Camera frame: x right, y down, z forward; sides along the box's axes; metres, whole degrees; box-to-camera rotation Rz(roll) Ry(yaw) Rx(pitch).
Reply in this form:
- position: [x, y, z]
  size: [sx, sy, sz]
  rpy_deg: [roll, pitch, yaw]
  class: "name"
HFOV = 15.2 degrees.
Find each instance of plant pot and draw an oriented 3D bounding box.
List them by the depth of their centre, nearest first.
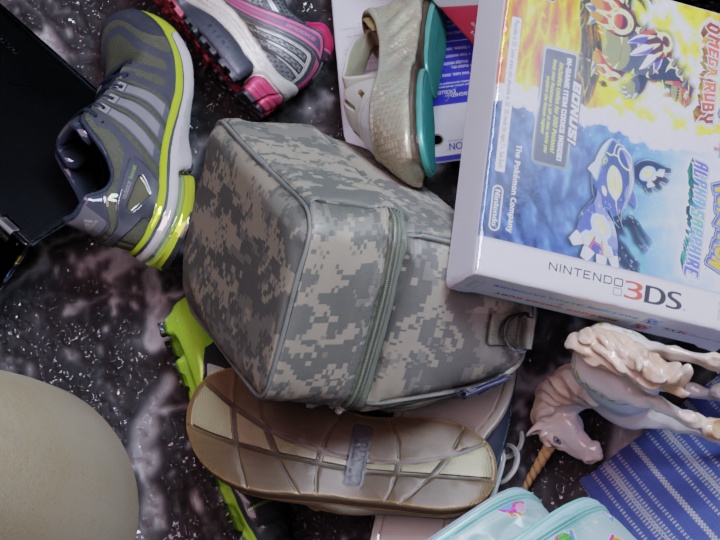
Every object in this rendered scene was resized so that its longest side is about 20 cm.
- position: [-0.250, 0.135, 1.661]
  size: [0.187, 0.200, 0.188]
  rpy_deg: [-2, 74, 9]
  class: "plant pot"

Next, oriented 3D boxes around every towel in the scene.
- position: [0.240, 0.105, 1.636]
  size: [0.200, 0.024, 0.145]
  rpy_deg: [-37, 28, -2]
  class: "towel"

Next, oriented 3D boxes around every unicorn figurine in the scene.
- position: [0.162, 0.076, 1.618]
  size: [0.137, 0.200, 0.074]
  rpy_deg: [13, 60, 16]
  class: "unicorn figurine"

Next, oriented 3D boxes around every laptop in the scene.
- position: [-0.272, -0.056, 1.811]
  size: [0.187, 0.116, 0.200]
  rpy_deg: [41, 108, 18]
  class: "laptop"

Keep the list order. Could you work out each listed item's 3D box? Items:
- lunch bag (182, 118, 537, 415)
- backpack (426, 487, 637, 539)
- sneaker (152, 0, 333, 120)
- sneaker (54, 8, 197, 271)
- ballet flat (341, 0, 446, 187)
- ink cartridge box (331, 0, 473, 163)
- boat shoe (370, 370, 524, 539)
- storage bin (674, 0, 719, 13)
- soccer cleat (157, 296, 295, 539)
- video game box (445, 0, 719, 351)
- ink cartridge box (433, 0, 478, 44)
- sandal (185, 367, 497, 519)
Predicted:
- position: [0.000, 0.000, 1.646]
  size: [0.167, 0.200, 0.140]
  rpy_deg: [3, 110, -24]
  class: "lunch bag"
- position: [0.093, 0.217, 1.560]
  size: [0.176, 0.200, 0.153]
  rpy_deg: [-30, 71, -21]
  class: "backpack"
- position: [-0.099, -0.193, 1.800]
  size: [0.075, 0.081, 0.200]
  rpy_deg: [-37, 78, -9]
  class: "sneaker"
- position: [-0.156, -0.096, 1.750]
  size: [0.081, 0.074, 0.200]
  rpy_deg: [17, 46, -29]
  class: "sneaker"
- position: [0.019, -0.109, 1.680]
  size: [0.062, 0.068, 0.200]
  rpy_deg: [-7, 30, 9]
  class: "ballet flat"
- position: [0.033, -0.156, 1.785]
  size: [0.099, 0.039, 0.200]
  rpy_deg: [-6, 71, 8]
  class: "ink cartridge box"
- position: [0.060, 0.120, 1.684]
  size: [0.075, 0.062, 0.200]
  rpy_deg: [3, 68, 23]
  class: "boat shoe"
- position: [0.272, -0.102, 1.700]
  size: [0.200, 0.094, 0.135]
  rpy_deg: [6, 75, 11]
  class: "storage bin"
- position: [-0.065, 0.099, 1.713]
  size: [0.081, 0.068, 0.200]
  rpy_deg: [-19, 70, -3]
  class: "soccer cleat"
- position: [0.150, -0.068, 1.594]
  size: [0.182, 0.047, 0.200]
  rpy_deg: [13, 74, -22]
  class: "video game box"
- position: [0.128, -0.230, 1.688]
  size: [0.148, 0.086, 0.200]
  rpy_deg: [49, 129, -6]
  class: "ink cartridge box"
- position: [-0.013, 0.116, 1.652]
  size: [0.200, 0.054, 0.080]
  rpy_deg: [11, 66, 12]
  class: "sandal"
